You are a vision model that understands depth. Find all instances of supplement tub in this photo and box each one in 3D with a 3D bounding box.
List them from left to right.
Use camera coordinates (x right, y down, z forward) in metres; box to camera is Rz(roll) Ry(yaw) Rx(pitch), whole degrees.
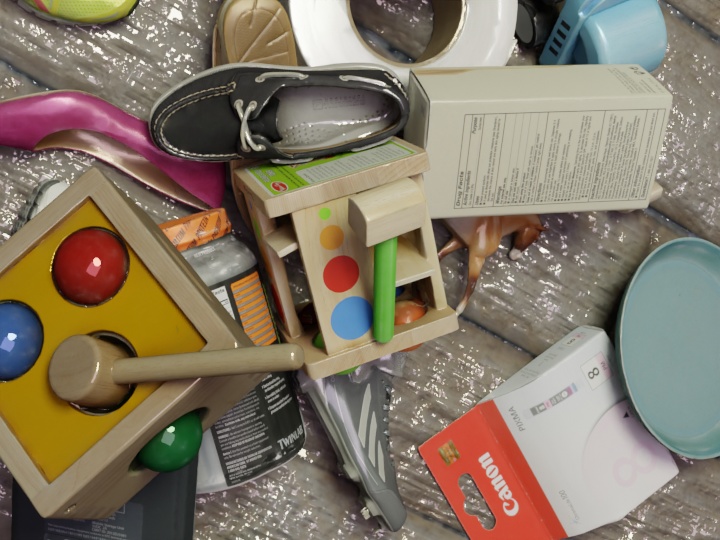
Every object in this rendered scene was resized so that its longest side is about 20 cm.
[{"bbox_3d":[-0.124,0.060,0.803,0.121,0.122,0.202,-17,98,-15],"label":"supplement tub"}]

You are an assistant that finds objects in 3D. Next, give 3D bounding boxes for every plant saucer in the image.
[{"bbox_3d":[0.305,0.072,0.950,0.198,0.027,0.203,5,81,-32],"label":"plant saucer"}]

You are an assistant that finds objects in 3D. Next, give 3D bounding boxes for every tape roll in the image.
[{"bbox_3d":[0.029,-0.219,0.856,0.200,0.071,0.205,-1,94,-17],"label":"tape roll"}]

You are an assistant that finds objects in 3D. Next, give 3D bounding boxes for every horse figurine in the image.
[{"bbox_3d":[0.066,-0.050,0.891,0.200,0.050,0.133,42,88,-17],"label":"horse figurine"}]

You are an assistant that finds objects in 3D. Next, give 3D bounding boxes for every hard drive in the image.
[{"bbox_3d":[-0.191,0.163,0.758,0.138,0.033,0.203,9,104,10],"label":"hard drive"}]

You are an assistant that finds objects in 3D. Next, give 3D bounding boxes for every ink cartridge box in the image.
[{"bbox_3d":[0.177,0.173,0.940,0.199,0.057,0.164,-35,103,-17],"label":"ink cartridge box"}]

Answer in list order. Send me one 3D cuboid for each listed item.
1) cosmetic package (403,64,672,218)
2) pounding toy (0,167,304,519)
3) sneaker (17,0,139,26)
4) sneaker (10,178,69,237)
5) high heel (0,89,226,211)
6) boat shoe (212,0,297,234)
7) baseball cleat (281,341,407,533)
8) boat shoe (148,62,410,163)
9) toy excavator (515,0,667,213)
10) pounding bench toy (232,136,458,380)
[{"bbox_3d":[0.136,-0.105,0.817,0.197,0.071,0.106,-2,122,-12],"label":"cosmetic package"},{"bbox_3d":[-0.151,0.053,0.647,0.184,0.142,0.200,-41,74,-3],"label":"pounding toy"},{"bbox_3d":[-0.256,-0.248,0.759,0.198,0.090,0.079,25,85,-18],"label":"sneaker"},{"bbox_3d":[-0.234,0.029,0.802,0.086,0.074,0.203,-1,103,-24],"label":"sneaker"},{"bbox_3d":[-0.203,-0.087,0.799,0.198,0.067,0.097,-5,85,-29],"label":"high heel"},{"bbox_3d":[-0.081,-0.128,0.831,0.073,0.069,0.202,-10,117,-17],"label":"boat shoe"},{"bbox_3d":[0.011,0.123,0.875,0.106,0.070,0.202,-31,102,-12],"label":"baseball cleat"},{"bbox_3d":[-0.060,-0.113,0.761,0.197,0.060,0.075,-4,113,-5],"label":"boat shoe"},{"bbox_3d":[0.218,-0.171,0.893,0.099,0.195,0.202,-22,72,-14],"label":"toy excavator"},{"bbox_3d":[0.000,0.000,0.752,0.123,0.200,0.158,-17,109,-13],"label":"pounding bench toy"}]
